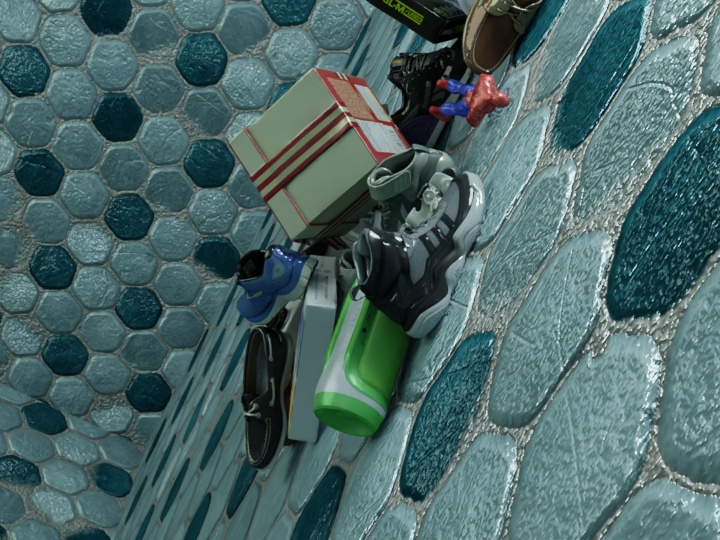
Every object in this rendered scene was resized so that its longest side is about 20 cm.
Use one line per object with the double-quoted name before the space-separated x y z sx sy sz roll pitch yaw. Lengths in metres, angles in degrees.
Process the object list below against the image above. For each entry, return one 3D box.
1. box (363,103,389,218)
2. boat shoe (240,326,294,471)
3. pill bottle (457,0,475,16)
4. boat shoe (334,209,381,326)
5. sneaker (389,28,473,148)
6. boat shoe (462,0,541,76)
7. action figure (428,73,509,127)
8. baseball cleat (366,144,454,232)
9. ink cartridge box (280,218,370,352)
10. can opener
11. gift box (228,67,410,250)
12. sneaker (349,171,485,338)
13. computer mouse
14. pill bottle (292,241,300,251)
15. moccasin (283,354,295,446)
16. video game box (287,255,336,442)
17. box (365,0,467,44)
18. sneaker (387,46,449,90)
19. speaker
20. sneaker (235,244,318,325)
"box" 0.017 -0.161 1.646 0.200 0.043 0.162 -160 58 -79
"boat shoe" -0.140 0.178 1.536 0.073 0.060 0.202 -1 75 42
"pill bottle" 0.177 -0.410 1.509 0.105 0.104 0.200 -60 11 22
"boat shoe" 0.000 0.000 1.523 0.201 0.065 0.072 -57 13 35
"sneaker" 0.105 -0.275 1.587 0.201 0.087 0.076 -64 10 2
"boat shoe" 0.191 -0.341 1.372 0.201 0.075 0.072 -66 13 2
"action figure" 0.142 -0.217 1.384 0.200 0.051 0.066 -147 78 -75
"baseball cleat" 0.040 -0.074 1.385 0.201 0.106 0.070 -62 29 22
"ink cartridge box" -0.048 0.020 1.659 0.201 0.084 0.146 -61 11 13
"can opener" 0.072 -0.034 1.335 0.066 0.053 0.201 -12 -41 -58
"gift box" -0.042 -0.142 1.481 0.186 0.185 0.200 -38 -17 21
"sneaker" 0.059 -0.036 1.187 0.201 0.113 0.075 -68 12 -19
"computer mouse" -0.103 0.021 1.606 0.201 0.034 0.059 -59 16 21
"pill bottle" -0.058 -0.059 1.817 0.113 0.112 0.200 -61 10 14
"moccasin" -0.117 0.177 1.651 0.202 0.077 0.074 -75 13 -46
"video game box" -0.066 0.103 1.505 0.182 0.046 0.202 -87 5 -69
"box" 0.071 -0.414 1.639 0.048 0.193 0.200 -57 -10 25
"sneaker" 0.091 -0.319 1.763 0.081 0.086 0.200 -68 12 -11
"speaker" 0.013 0.080 1.223 0.088 0.088 0.201 -44 23 61
"sneaker" -0.132 0.010 1.503 0.200 0.089 0.079 -40 21 56
